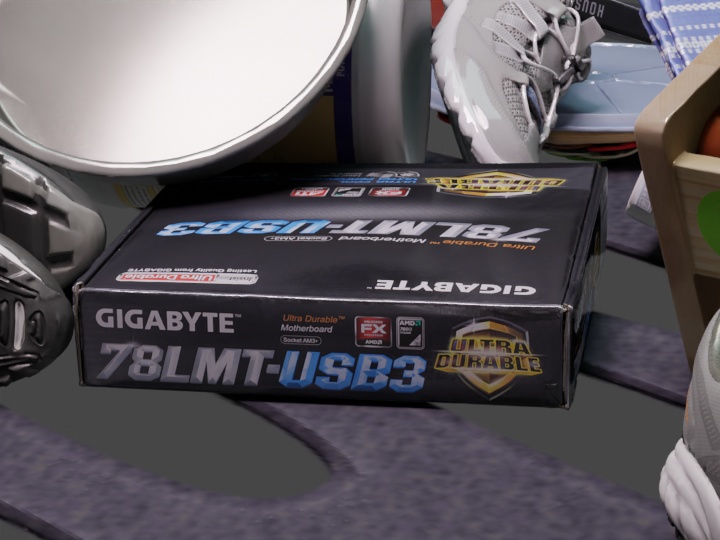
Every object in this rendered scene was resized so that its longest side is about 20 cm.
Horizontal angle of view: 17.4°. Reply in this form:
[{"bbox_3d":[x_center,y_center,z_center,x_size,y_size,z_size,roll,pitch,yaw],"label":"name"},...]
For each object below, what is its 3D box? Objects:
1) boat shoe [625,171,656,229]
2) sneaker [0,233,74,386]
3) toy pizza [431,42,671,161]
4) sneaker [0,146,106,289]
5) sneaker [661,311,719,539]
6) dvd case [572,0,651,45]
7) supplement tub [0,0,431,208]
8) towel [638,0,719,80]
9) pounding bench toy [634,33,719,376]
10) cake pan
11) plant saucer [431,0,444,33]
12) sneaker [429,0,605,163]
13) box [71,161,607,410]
[{"bbox_3d":[0.189,-0.050,1.114,0.068,0.072,0.200,31,18,15],"label":"boat shoe"},{"bbox_3d":[-0.186,-0.001,0.964,0.199,0.074,0.079,13,17,39],"label":"sneaker"},{"bbox_3d":[0.128,-0.093,1.302,0.199,0.032,0.200,0,17,0],"label":"toy pizza"},{"bbox_3d":[-0.185,-0.035,1.065,0.199,0.076,0.079,11,19,34],"label":"sneaker"},{"bbox_3d":[0.141,0.066,0.689,0.073,0.080,0.200,-4,20,-15],"label":"sneaker"},{"bbox_3d":[0.071,-0.184,1.495,0.199,0.025,0.150,11,5,-40],"label":"dvd case"},{"bbox_3d":[-0.070,-0.102,1.152,0.199,0.146,0.145,1,17,8],"label":"supplement tub"},{"bbox_3d":[0.212,-0.058,1.019,0.144,0.024,0.201,-7,56,-15],"label":"towel"},{"bbox_3d":[0.185,-0.058,0.852,0.155,0.201,0.124,14,44,40],"label":"pounding bench toy"},{"bbox_3d":[-0.092,-0.122,1.062,0.199,0.201,0.037,1,-26,8],"label":"cake pan"},{"bbox_3d":[-0.024,-0.168,1.414,0.199,0.037,0.200,12,-1,27],"label":"plant saucer"},{"bbox_3d":[0.083,-0.110,1.188,0.081,0.075,0.201,-12,41,12],"label":"sneaker"},{"bbox_3d":[0.000,0.000,0.988,0.199,0.050,0.199,1,17,10],"label":"box"}]
